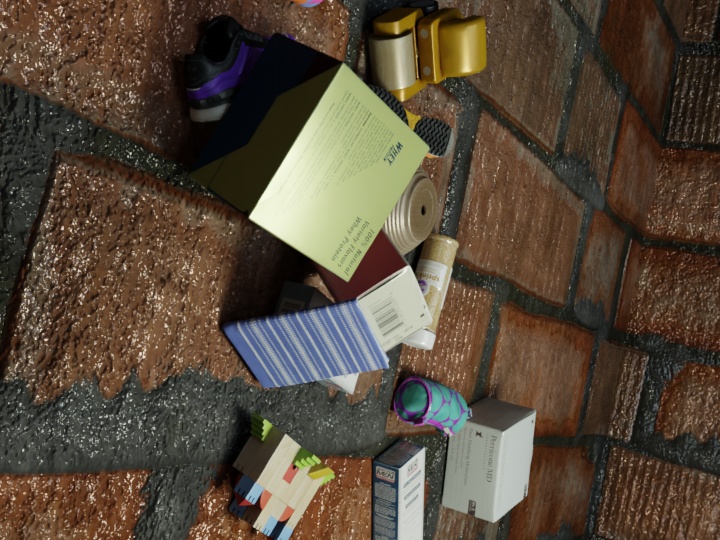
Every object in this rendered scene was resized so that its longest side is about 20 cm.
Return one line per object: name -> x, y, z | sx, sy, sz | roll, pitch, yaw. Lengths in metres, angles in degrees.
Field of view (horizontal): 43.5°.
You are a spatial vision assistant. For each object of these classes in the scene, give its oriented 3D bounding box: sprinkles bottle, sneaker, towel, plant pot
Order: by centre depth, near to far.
sneaker -> -0.143, -0.266, 1.094 | 0.200, 0.068, 0.101 | -48, 135, -43
towel -> -0.072, 0.098, 1.209 | 0.146, 0.195, 0.024 | 62, 24, -43
sneaker -> 0.049, -0.224, 1.417 | 0.197, 0.089, 0.072 | 20, 79, -26
plant pot -> 0.065, -0.105, 1.473 | 0.200, 0.091, 0.206 | -25, 119, -55
sprinkles bottle -> 0.123, 0.038, 1.635 | 0.068, 0.067, 0.205 | 32, 71, -57

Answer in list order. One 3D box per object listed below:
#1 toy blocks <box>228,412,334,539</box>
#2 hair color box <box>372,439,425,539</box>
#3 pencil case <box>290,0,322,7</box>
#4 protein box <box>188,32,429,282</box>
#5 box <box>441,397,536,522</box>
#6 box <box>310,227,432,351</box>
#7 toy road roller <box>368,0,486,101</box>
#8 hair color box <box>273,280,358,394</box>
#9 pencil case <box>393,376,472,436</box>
toy blocks -> -0.128, 0.309, 1.286 | 0.138, 0.099, 0.201 | -56, 144, -15
hair color box -> 0.071, 0.431, 1.670 | 0.099, 0.059, 0.205 | -24, 119, -55
pencil case -> -0.109, -0.385, 1.108 | 0.199, 0.087, 0.091 | -1, 100, -61
protein box -> -0.058, -0.132, 1.083 | 0.199, 0.134, 0.201 | 32, 90, -49
box -> 0.280, 0.403, 1.947 | 0.199, 0.128, 0.204 | -9, 106, -58
box -> 0.000, 0.000, 1.269 | 0.108, 0.201, 0.129 | -31, 136, -3
toy road roller -> 0.114, -0.351, 1.426 | 0.200, 0.143, 0.125 | -41, 132, -47
hair color box -> -0.061, 0.104, 1.352 | 0.200, 0.060, 0.101 | 44, 62, -54
pencil case -> 0.137, 0.260, 1.706 | 0.199, 0.084, 0.094 | 29, 46, -57
